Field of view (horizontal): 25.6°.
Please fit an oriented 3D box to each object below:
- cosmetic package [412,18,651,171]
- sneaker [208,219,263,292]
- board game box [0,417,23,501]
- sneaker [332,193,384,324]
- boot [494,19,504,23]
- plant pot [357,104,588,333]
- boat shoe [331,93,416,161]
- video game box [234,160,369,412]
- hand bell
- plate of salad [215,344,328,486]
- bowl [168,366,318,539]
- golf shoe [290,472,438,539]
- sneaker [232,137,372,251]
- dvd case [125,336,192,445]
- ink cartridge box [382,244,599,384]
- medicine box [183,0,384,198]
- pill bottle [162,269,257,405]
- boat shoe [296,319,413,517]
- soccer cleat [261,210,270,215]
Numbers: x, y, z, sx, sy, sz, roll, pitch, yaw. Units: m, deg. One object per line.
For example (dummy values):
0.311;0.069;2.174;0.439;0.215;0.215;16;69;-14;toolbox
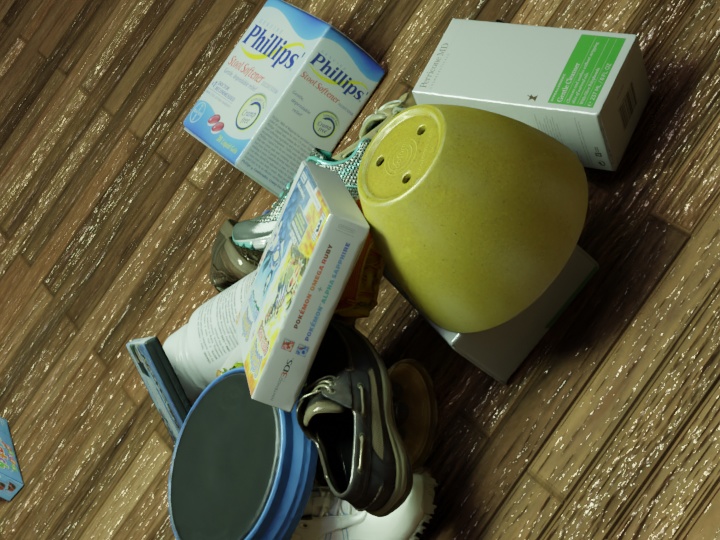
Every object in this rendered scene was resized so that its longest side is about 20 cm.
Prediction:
0.164;-0.170;1.518;0.198;0.085;0.108;10;57;29;cosmetic package
-0.136;0.000;1.820;0.200;0.070;0.076;-118;51;-75;sneaker
-0.532;0.202;2.035;0.037;0.199;0.151;-49;34;10;board game box
0.000;0.000;1.533;0.077;0.073;0.201;46;122;35;sneaker
0.100;-0.150;1.678;0.200;0.064;0.187;-39;35;31;boot
0.080;-0.067;1.399;0.199;0.142;0.201;-29;42;30;plant pot
0.012;-0.140;1.718;0.073;0.063;0.201;-40;11;50;boat shoe
-0.059;0.009;1.462;0.200;0.046;0.184;-118;48;-71;video game box
-0.036;0.138;1.518;0.198;0.104;0.105;-3;59;34;hand bell
-0.083;0.153;1.597;0.198;0.048;0.202;-5;82;34;plate of salad
-0.116;0.187;1.499;0.200;0.039;0.203;-27;54;44;bowl
-0.021;0.232;1.469;0.199;0.097;0.079;-30;40;31;golf shoe
-0.045;-0.077;1.624;0.198;0.077;0.092;-17;85;19;sneaker
-0.203;0.138;1.690;0.017;0.144;0.200;-27;4;-14;dvd case
0.113;-0.009;1.513;0.146;0.087;0.200;-52;35;5;ink cartridge box
-0.096;-0.209;1.928;0.201;0.103;0.182;-56;34;1;medicine box
-0.116;0.068;1.708;0.199;0.113;0.114;-31;41;32;pill bottle
-0.014;0.121;1.399;0.074;0.073;0.201;-45;49;26;boat shoe
-0.037;-0.042;1.729;0.199;0.083;0.065;-1;61;51;soccer cleat
